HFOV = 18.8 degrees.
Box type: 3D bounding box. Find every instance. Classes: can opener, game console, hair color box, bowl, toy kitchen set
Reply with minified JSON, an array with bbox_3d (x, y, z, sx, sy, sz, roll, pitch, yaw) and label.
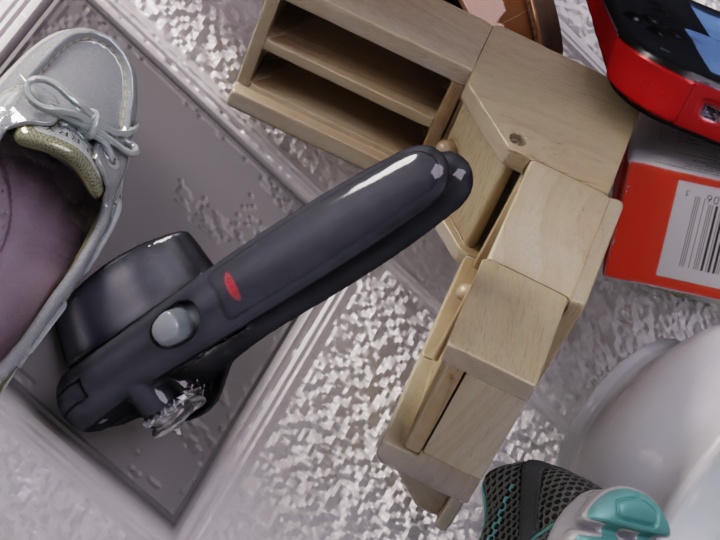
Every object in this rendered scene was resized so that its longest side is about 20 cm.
[{"bbox_3d":[-0.044,0.006,0.868,0.079,0.200,0.063,62,25,3],"label":"can opener"},{"bbox_3d":[0.203,-0.085,1.027,0.199,0.031,0.177,21,24,-8],"label":"game console"},{"bbox_3d":[0.181,-0.047,1.067,0.111,0.064,0.200,13,24,5],"label":"hair color box"},{"bbox_3d":[0.154,0.096,1.020,0.201,0.202,0.090,-21,47,-41],"label":"bowl"},{"bbox_3d":[0.000,0.000,0.969,0.180,0.163,0.200,26,44,1],"label":"toy kitchen set"}]

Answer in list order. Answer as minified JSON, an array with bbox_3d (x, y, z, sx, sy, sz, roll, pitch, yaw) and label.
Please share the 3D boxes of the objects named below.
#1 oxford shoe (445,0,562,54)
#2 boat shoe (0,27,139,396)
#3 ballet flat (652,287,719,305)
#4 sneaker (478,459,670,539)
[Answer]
[{"bbox_3d":[0.039,-0.180,1.098,0.071,0.071,0.201,-14,81,-35],"label":"oxford shoe"},{"bbox_3d":[-0.135,-0.024,0.896,0.074,0.065,0.202,38,52,-19],"label":"boat shoe"},{"bbox_3d":[0.218,-0.011,1.167,0.200,0.067,0.063,-22,95,-41],"label":"ballet flat"},{"bbox_3d":[0.067,0.172,0.939,0.077,0.091,0.201,9,105,-38],"label":"sneaker"}]
